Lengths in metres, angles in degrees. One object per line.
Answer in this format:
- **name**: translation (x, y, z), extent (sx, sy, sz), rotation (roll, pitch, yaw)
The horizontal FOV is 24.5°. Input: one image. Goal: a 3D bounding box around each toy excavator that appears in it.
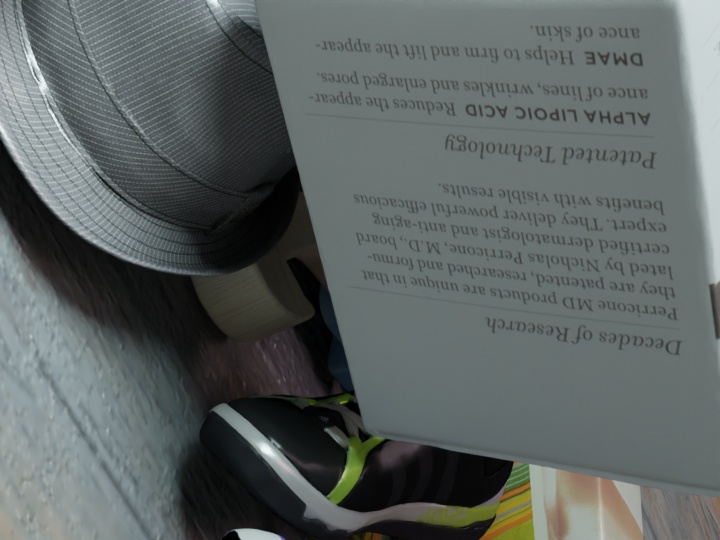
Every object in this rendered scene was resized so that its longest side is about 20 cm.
- **toy excavator**: translation (0.000, 0.000, 0.835), extent (0.200, 0.099, 0.195), rotation (47, 35, -29)

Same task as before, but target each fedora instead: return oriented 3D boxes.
- **fedora**: translation (-0.059, -0.094, 0.661), extent (0.200, 0.090, 0.178), rotation (-2, 70, -63)

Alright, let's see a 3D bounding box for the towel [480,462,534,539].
- **towel**: translation (0.075, 0.165, 0.870), extent (0.086, 0.018, 0.202), rotation (-16, 103, -54)

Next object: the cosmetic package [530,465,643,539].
- **cosmetic package**: translation (0.126, 0.185, 1.035), extent (0.104, 0.087, 0.201), rotation (53, 32, -49)

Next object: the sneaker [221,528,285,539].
- **sneaker**: translation (0.015, 0.198, 0.644), extent (0.080, 0.145, 0.202), rotation (161, -72, -68)

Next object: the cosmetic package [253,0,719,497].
- **cosmetic package**: translation (0.085, -0.051, 0.635), extent (0.165, 0.164, 0.201), rotation (-48, 133, -43)

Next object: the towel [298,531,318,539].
- **towel**: translation (0.035, 0.214, 0.745), extent (0.023, 0.143, 0.201), rotation (-31, 118, -21)

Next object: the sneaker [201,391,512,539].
- **sneaker**: translation (0.010, 0.067, 0.734), extent (0.072, 0.083, 0.199), rotation (38, 11, 33)

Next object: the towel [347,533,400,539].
- **towel**: translation (0.031, 0.184, 0.866), extent (0.086, 0.018, 0.201), rotation (-71, 143, -54)
